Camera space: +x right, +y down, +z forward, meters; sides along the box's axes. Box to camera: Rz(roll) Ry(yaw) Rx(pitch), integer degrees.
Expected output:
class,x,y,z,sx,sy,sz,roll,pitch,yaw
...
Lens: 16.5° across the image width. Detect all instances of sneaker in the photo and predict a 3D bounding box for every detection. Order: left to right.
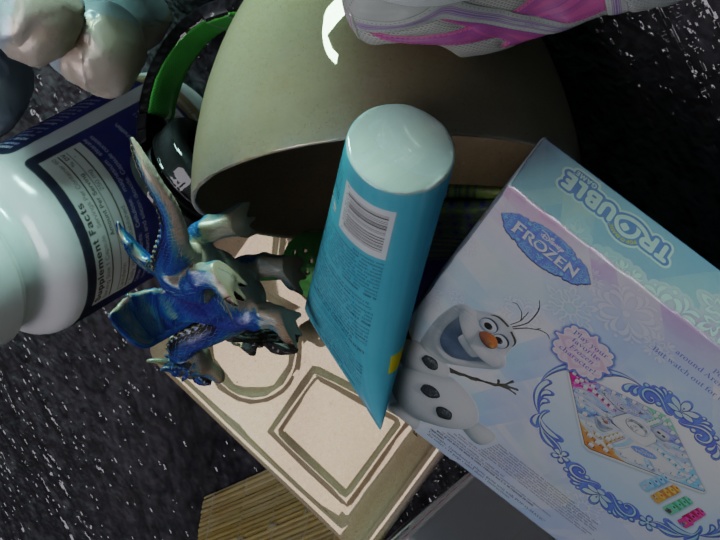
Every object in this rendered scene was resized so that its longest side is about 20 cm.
class,x,y,z,sx,sy,sz,roll,pitch,yaw
sneaker,0.075,-0.147,1.161,0.088,0.199,0.082,132,131,-62

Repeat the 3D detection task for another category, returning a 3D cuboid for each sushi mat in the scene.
class,x,y,z,sx,sy,sz,roll,pitch,yaw
sushi mat,-0.056,0.167,1.583,0.012,0.096,0.200,25,150,-26

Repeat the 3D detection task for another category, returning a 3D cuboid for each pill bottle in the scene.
class,x,y,z,sx,sy,sz,roll,pitch,yaw
pill bottle,-0.176,-0.032,1.480,0.115,0.200,0.116,26,131,34

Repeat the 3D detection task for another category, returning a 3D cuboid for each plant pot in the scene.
class,x,y,z,sx,sy,sz,roll,pitch,yaw
plant pot,0.010,-0.104,1.272,0.200,0.200,0.135,-21,67,51

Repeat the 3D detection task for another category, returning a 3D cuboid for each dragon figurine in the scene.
class,x,y,z,sx,sy,sz,roll,pitch,yaw
dragon figurine,-0.093,0.006,1.253,0.099,0.200,0.059,-10,64,25

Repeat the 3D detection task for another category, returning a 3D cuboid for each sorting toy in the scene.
class,x,y,z,sx,sy,sz,roll,pitch,yaw
sorting toy,-0.012,0.036,1.439,0.200,0.036,0.185,44,112,22

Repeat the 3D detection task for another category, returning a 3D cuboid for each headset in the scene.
class,x,y,z,sx,sy,sz,roll,pitch,yaw
headset,-0.066,-0.055,1.419,0.123,0.094,0.201,-13,70,36

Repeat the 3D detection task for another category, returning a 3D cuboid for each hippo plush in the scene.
class,x,y,z,sx,sy,sz,roll,pitch,yaw
hippo plush,-0.229,-0.158,1.438,0.160,0.159,0.201,-32,87,23

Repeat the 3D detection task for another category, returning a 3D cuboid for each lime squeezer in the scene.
class,x,y,z,sx,sy,sz,roll,pitch,yaw
lime squeezer,0.000,0.000,1.327,0.071,0.199,0.038,89,175,-69

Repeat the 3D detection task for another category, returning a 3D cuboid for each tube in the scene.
class,x,y,z,sx,sy,sz,roll,pitch,yaw
tube,0.004,-0.001,1.202,0.078,0.050,0.200,62,157,26

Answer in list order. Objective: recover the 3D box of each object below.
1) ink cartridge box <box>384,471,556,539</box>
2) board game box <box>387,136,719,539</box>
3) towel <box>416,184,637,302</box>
class,x,y,z,sx,sy,sz,roll,pitch,yaw
ink cartridge box,0.047,0.184,1.425,0.086,0.148,0.200,47,139,4
board game box,0.120,0.058,1.215,0.200,0.043,0.199,38,143,1
towel,0.084,0.025,1.292,0.143,0.023,0.200,5,144,10
